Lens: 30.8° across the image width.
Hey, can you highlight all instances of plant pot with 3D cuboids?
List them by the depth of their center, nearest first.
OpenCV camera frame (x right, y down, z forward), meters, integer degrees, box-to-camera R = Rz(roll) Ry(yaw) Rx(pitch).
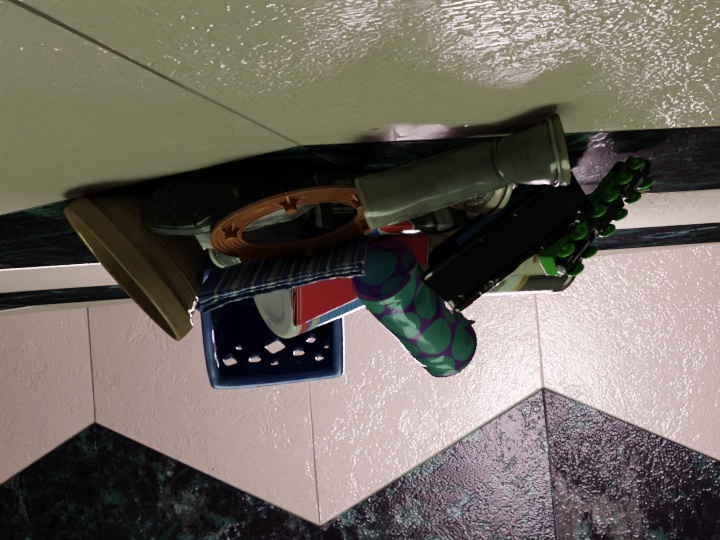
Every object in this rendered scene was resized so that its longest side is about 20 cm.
[{"bbox_3d":[-0.244,-0.023,1.514,0.093,0.201,0.201,-42,-175,-12],"label":"plant pot"},{"bbox_3d":[-0.128,0.032,1.870,0.197,0.202,0.180,-5,-149,-2],"label":"plant pot"}]

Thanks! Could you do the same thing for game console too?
[{"bbox_3d":[0.152,-0.059,1.489,0.199,0.117,0.176,-36,-147,8],"label":"game console"}]

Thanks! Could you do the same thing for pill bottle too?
[{"bbox_3d":[-0.031,0.002,1.662,0.198,0.114,0.112,-21,-176,-28],"label":"pill bottle"}]

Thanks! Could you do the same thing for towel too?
[{"bbox_3d":[-0.087,0.004,1.502,0.197,0.024,0.145,-12,-167,4],"label":"towel"}]

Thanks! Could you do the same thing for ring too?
[{"bbox_3d":[-0.064,-0.045,1.411,0.198,0.019,0.201,-12,163,-4],"label":"ring"}]

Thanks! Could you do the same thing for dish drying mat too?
[{"bbox_3d":[0.000,0.000,1.591,0.198,0.077,0.018,-25,-130,-27],"label":"dish drying mat"}]

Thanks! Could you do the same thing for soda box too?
[{"bbox_3d":[0.025,-0.077,1.539,0.198,0.072,0.063,-3,171,-28],"label":"soda box"}]

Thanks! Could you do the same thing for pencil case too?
[{"bbox_3d":[0.070,0.047,1.595,0.084,0.093,0.200,15,156,39],"label":"pencil case"}]

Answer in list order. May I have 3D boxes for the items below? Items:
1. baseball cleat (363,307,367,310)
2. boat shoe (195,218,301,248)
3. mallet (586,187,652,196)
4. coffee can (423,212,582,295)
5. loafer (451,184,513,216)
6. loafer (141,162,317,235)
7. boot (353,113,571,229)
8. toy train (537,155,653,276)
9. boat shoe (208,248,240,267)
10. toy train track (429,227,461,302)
[{"bbox_3d":[0.025,-0.024,1.813,0.199,0.106,0.070,-34,148,-26],"label":"baseball cleat"},{"bbox_3d":[-0.126,-0.058,1.569,0.197,0.075,0.066,-2,157,-2],"label":"boat shoe"},{"bbox_3d":[0.314,-0.102,1.868,0.198,0.042,0.066,-12,171,24],"label":"mallet"},{"bbox_3d":[0.179,-0.039,1.759,0.198,0.149,0.146,-2,175,-29],"label":"coffee can"},{"bbox_3d":[0.115,-0.096,1.443,0.062,0.073,0.200,3,178,-11],"label":"loafer"},{"bbox_3d":[-0.141,-0.069,1.421,0.198,0.069,0.070,-10,157,14],"label":"loafer"},{"bbox_3d":[0.094,-0.093,1.266,0.197,0.074,0.182,-9,177,-4],"label":"boot"},{"bbox_3d":[0.275,-0.065,1.531,0.056,0.042,0.200,4,-137,49],"label":"toy train"},{"bbox_3d":[-0.095,-0.033,1.698,0.198,0.074,0.062,-3,174,-26],"label":"boat shoe"},{"bbox_3d":[0.091,-0.013,1.665,0.032,0.203,0.114,-17,-151,-35],"label":"toy train track"}]
